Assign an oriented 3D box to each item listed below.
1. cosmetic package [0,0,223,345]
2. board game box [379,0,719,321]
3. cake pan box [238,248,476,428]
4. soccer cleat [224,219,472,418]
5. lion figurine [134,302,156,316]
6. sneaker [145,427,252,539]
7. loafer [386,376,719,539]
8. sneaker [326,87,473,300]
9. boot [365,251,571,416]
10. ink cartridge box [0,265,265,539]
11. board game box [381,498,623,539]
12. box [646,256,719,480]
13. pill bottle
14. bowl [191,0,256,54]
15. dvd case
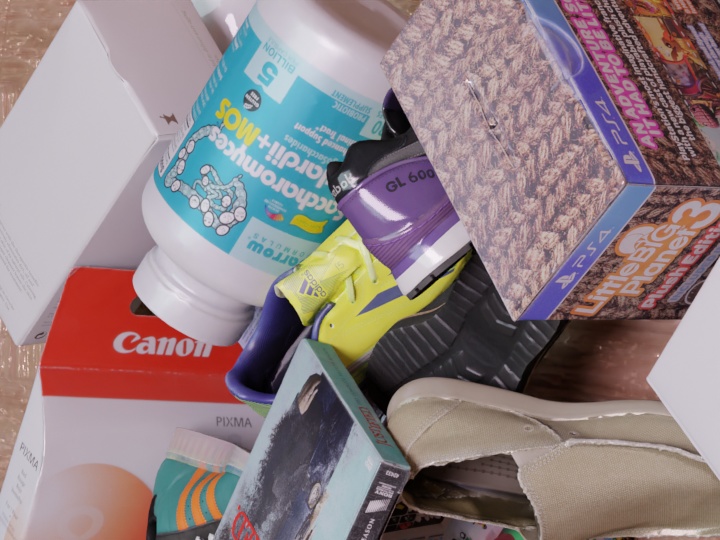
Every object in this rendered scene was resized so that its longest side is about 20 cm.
[{"bbox_3d":[-0.153,-0.058,1.709,0.200,0.085,0.108,-50,59,40],"label":"cosmetic package"},{"bbox_3d":[0.138,-0.066,1.362,0.097,0.200,0.160,-54,49,38],"label":"board game box"},{"bbox_3d":[0.010,-0.009,1.631,0.200,0.052,0.184,-57,49,21],"label":"cake pan box"},{"bbox_3d":[0.000,0.001,1.542,0.200,0.084,0.065,-57,47,19],"label":"soccer cleat"},{"bbox_3d":[-0.145,0.061,1.845,0.123,0.072,0.200,62,139,43],"label":"lion figurine"},{"bbox_3d":[-0.067,0.142,1.643,0.200,0.071,0.080,8,75,68],"label":"sneaker"},{"bbox_3d":[0.105,0.106,1.438,0.076,0.200,0.068,81,-159,-45],"label":"loafer"},{"bbox_3d":[0.062,-0.074,1.463,0.088,0.200,0.076,48,139,2],"label":"sneaker"},{"bbox_3d":[0.091,0.009,1.509,0.077,0.138,0.200,47,145,-1],"label":"boot"},{"bbox_3d":[-0.122,0.099,1.736,0.050,0.162,0.200,47,125,48],"label":"ink cartridge box"},{"bbox_3d":[0.061,0.167,1.563,0.200,0.035,0.126,-35,81,45],"label":"board game box"},{"bbox_3d":[0.238,0.007,1.291,0.098,0.124,0.200,55,130,38],"label":"box"},{"bbox_3d":[-0.046,-0.057,1.585,0.200,0.111,0.111,-58,46,20],"label":"pill bottle"},{"bbox_3d":[-0.107,-0.153,1.781,0.201,0.090,0.201,-2,88,52],"label":"bowl"},{"bbox_3d":[-0.041,0.152,1.494,0.200,0.022,0.146,-67,25,17],"label":"dvd case"}]
